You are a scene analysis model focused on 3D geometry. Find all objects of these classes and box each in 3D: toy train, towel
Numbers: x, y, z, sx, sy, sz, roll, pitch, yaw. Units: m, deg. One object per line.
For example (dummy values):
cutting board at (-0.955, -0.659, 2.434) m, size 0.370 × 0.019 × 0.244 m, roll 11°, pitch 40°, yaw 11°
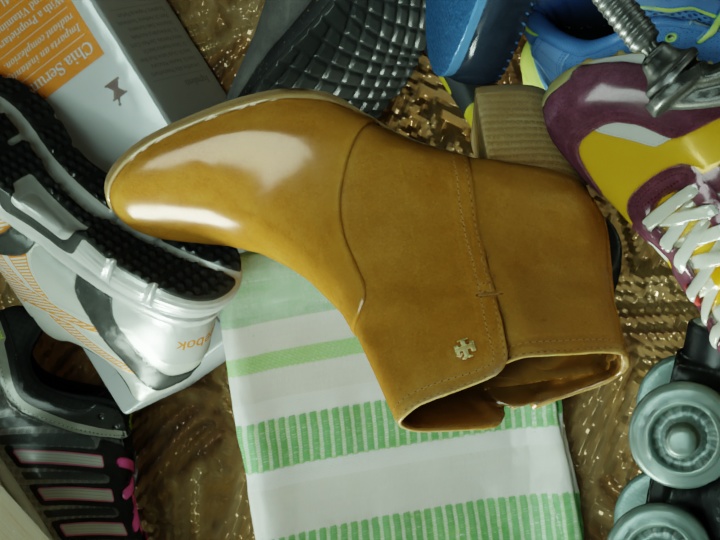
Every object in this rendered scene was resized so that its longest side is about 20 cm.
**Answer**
toy train at (0.161, 0.121, 1.168) m, size 0.113 × 0.085 × 0.201 m, roll 12°, pitch 101°, yaw 7°
towel at (0.023, 0.082, 1.202) m, size 0.152 × 0.023 × 0.201 m, roll -10°, pitch 96°, yaw -14°

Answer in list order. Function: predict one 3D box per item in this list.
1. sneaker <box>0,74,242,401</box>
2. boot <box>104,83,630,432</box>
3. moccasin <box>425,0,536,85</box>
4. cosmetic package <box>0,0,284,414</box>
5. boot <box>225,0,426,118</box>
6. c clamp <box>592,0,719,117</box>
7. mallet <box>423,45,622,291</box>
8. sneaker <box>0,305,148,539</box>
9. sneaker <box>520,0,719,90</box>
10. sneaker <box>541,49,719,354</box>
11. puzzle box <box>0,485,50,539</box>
sneaker at (-0.142, -0.017, 1.190) m, size 0.200 × 0.074 × 0.080 m, roll 38°, pitch 133°, yaw 24°
boot at (0.001, 0.000, 1.095) m, size 0.200 × 0.071 × 0.145 m, roll -8°, pitch 55°, yaw 0°
moccasin at (0.082, -0.161, 1.066) m, size 0.068 × 0.081 × 0.201 m, roll 9°, pitch 116°, yaw -23°
cosmetic package at (-0.110, -0.049, 1.251) m, size 0.101 × 0.071 × 0.201 m, roll -35°, pitch 86°, yaw 23°
boot at (-0.013, -0.154, 1.188) m, size 0.200 × 0.070 × 0.132 m, roll -54°, pitch 45°, yaw 33°
c clamp at (0.095, -0.137, 1.012) m, size 0.171 × 0.027 × 0.200 m, roll -45°, pitch 81°, yaw 14°
mallet at (0.053, -0.060, 1.193) m, size 0.041 × 0.066 × 0.201 m, roll -25°, pitch 64°, yaw -12°
sneaker at (-0.126, 0.097, 1.280) m, size 0.087 × 0.074 × 0.200 m, roll -41°, pitch 97°, yaw -4°
sneaker at (0.152, -0.083, 1.111) m, size 0.199 × 0.105 × 0.076 m, roll 1°, pitch 67°, yaw 23°
sneaker at (0.154, -0.008, 1.085) m, size 0.199 × 0.090 × 0.075 m, roll 30°, pitch 141°, yaw -13°
puzzle box at (-0.183, 0.123, 1.261) m, size 0.025 × 0.200 × 0.133 m, roll -40°, pitch 79°, yaw -19°
